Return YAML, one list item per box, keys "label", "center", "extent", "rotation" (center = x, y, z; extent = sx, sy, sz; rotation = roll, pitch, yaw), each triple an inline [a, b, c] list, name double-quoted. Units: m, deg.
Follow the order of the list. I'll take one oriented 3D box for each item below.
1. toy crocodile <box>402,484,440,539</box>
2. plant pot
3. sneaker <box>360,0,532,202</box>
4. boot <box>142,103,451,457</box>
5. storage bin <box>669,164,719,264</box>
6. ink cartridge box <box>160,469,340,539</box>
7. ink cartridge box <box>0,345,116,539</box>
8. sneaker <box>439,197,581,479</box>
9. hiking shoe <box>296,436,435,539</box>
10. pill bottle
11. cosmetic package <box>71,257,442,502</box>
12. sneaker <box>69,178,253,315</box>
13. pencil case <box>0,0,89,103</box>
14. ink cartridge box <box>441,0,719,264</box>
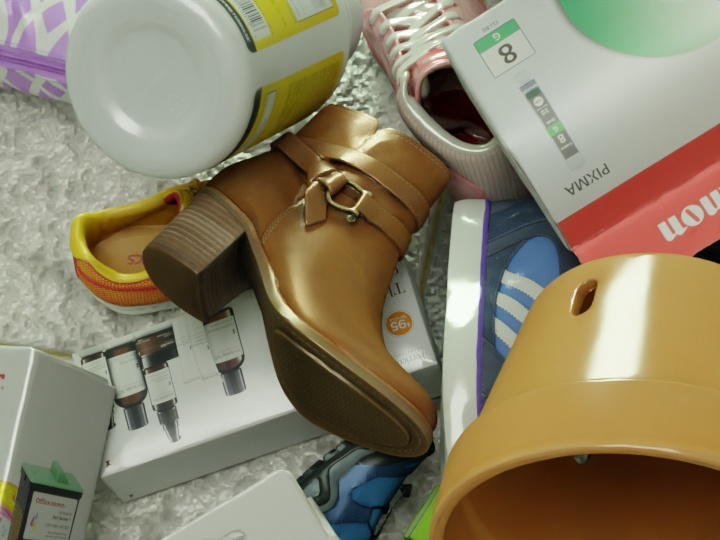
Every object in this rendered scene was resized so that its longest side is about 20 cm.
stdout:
- label: "toy crocodile"
  center: [0.114, 0.172, 1.157]
  extent: [0.200, 0.062, 0.068]
  rotation: [22, 72, 24]
- label: "plant pot"
  center: [0.142, 0.087, 1.057]
  extent: [0.200, 0.200, 0.140]
  rotation: [2, 50, 13]
- label: "sneaker"
  center: [0.048, -0.126, 1.269]
  extent: [0.075, 0.105, 0.200]
  rotation: [-24, 63, 3]
- label: "boot"
  center: [0.000, 0.000, 1.189]
  extent: [0.200, 0.077, 0.155]
  rotation: [34, 58, 27]
- label: "storage bin"
  center: [0.226, -0.106, 1.208]
  extent: [0.135, 0.094, 0.200]
  rotation: [-14, 67, 6]
- label: "ink cartridge box"
  center: [-0.039, 0.199, 1.108]
  extent: [0.116, 0.067, 0.200]
  rotation: [-31, 104, -2]
- label: "ink cartridge box"
  center: [-0.232, 0.142, 1.198]
  extent: [0.145, 0.084, 0.200]
  rotation: [2, 72, 29]
- label: "sneaker"
  center: [0.118, 0.044, 1.179]
  extent: [0.146, 0.081, 0.200]
  rotation: [3, 55, 2]
- label: "hiking shoe"
  center: [-0.021, 0.166, 1.185]
  extent: [0.087, 0.074, 0.200]
  rotation: [43, 88, 11]
- label: "pill bottle"
  center: [-0.073, -0.127, 1.233]
  extent: [0.112, 0.200, 0.112]
  rotation: [7, 108, 22]
- label: "cosmetic package"
  center: [-0.057, 0.058, 1.241]
  extent: [0.200, 0.051, 0.083]
  rotation: [-19, 66, 3]
- label: "sneaker"
  center: [-0.070, -0.023, 1.263]
  extent: [0.200, 0.077, 0.073]
  rotation: [-17, 64, 0]
- label: "pencil case"
  center: [-0.204, -0.141, 1.335]
  extent: [0.200, 0.084, 0.086]
  rotation: [14, 40, 21]
- label: "ink cartridge box"
  center: [0.157, -0.082, 1.138]
  extent: [0.161, 0.050, 0.200]
  rotation: [-32, 61, 4]
